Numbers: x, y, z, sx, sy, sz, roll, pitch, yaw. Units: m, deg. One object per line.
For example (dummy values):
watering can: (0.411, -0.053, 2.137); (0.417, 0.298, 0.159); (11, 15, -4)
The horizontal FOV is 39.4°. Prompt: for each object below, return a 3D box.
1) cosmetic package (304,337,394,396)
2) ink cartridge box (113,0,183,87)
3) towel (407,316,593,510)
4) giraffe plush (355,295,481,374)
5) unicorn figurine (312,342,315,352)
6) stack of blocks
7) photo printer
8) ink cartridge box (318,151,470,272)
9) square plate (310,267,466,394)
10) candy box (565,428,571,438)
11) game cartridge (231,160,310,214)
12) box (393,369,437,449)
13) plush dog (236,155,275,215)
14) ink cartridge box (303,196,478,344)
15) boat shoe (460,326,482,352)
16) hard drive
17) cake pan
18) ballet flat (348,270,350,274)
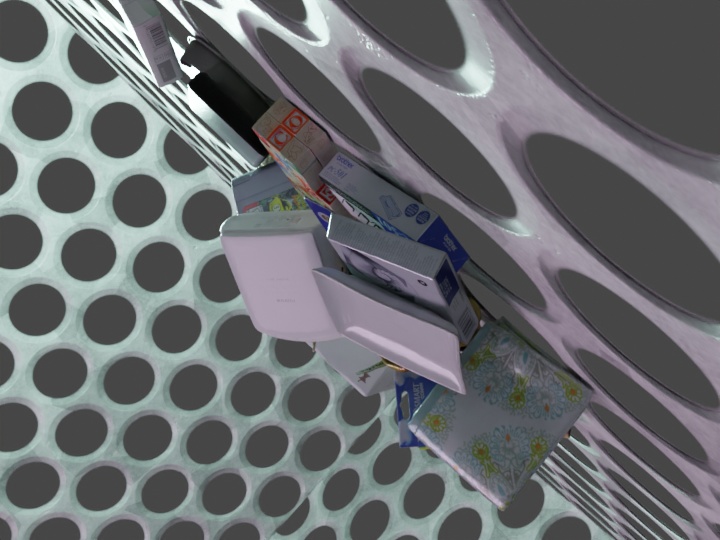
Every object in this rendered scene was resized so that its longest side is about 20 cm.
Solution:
cosmetic package: (0.029, 0.104, 1.801); (0.167, 0.167, 0.200); (41, -169, 15)
ink cartridge box: (-0.327, -0.384, 1.441); (0.201, 0.050, 0.161); (62, 173, 19)
towel: (0.184, 0.184, 1.329); (0.171, 0.200, 0.048); (39, 180, 22)
giraffe plush: (0.059, 0.035, 1.410); (0.172, 0.199, 0.163); (9, 119, 64)
unicorn figurine: (-0.034, 0.018, 1.587); (0.074, 0.200, 0.137); (46, 180, -14)
stack of blocks: (-0.056, -0.134, 1.343); (0.115, 0.059, 0.200); (40, 174, 25)
photo printer: (-0.095, 0.014, 1.418); (0.165, 0.070, 0.201); (0, 125, 26)
ink cartridge box: (0.038, -0.068, 1.225); (0.200, 0.044, 0.094); (37, 173, 42)
square plate: (0.043, 0.071, 1.251); (0.199, 0.029, 0.198); (25, 160, 20)
candy box: (0.214, 0.198, 1.497); (0.198, 0.056, 0.115); (8, 163, 16)
game cartridge: (-0.113, -0.066, 1.509); (0.041, 0.132, 0.201); (13, -121, -69)
box: (0.150, 0.181, 1.396); (0.048, 0.198, 0.123); (57, -153, -74)
plush dog: (-0.106, -0.070, 1.614); (0.200, 0.172, 0.160); (47, 173, -34)
ink cartridge box: (0.032, 0.004, 1.212); (0.199, 0.041, 0.200); (23, 164, 27)
boat shoe: (0.148, 0.108, 1.500); (0.200, 0.072, 0.066); (2, 128, 38)
hard drive: (-0.184, -0.210, 1.428); (0.140, 0.033, 0.200); (44, 175, -7)
cake pan: (-0.188, -0.257, 1.467); (0.200, 0.037, 0.200); (42, 175, 4)
ballet flat: (0.000, 0.000, 1.494); (0.071, 0.202, 0.072); (10, -169, -2)
